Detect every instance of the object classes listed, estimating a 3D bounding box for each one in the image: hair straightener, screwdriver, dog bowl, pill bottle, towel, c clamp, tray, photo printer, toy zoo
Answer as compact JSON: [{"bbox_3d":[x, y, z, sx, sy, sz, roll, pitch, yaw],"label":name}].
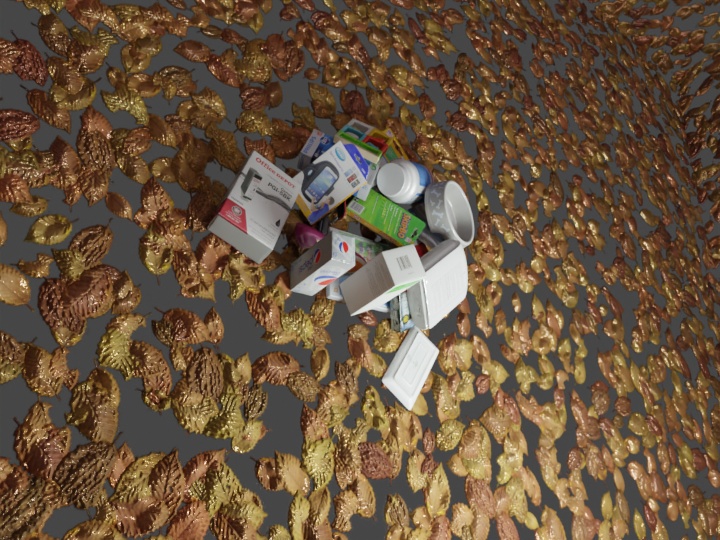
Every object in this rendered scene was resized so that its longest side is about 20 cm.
[{"bbox_3d":[-0.072,-0.228,1.507,0.075,0.041,0.206,21,55,-29],"label":"hair straightener"},{"bbox_3d":[-0.104,-0.047,1.422,0.028,0.028,0.206,11,66,2],"label":"screwdriver"},{"bbox_3d":[0.246,-0.149,1.577,0.198,0.057,0.207,28,55,-48],"label":"dog bowl"},{"bbox_3d":[0.119,-0.237,1.558,0.199,0.110,0.115,-6,71,-65],"label":"pill bottle"},{"bbox_3d":[0.191,-0.130,1.618,0.146,0.024,0.199,40,33,13],"label":"towel"},{"bbox_3d":[0.040,-0.127,1.520,0.196,0.027,0.173,30,58,6],"label":"c clamp"},{"bbox_3d":[0.134,0.237,1.466,0.107,0.022,0.202,45,50,-11],"label":"tray"},{"bbox_3d":[0.200,0.027,1.468,0.198,0.068,0.171,-35,125,-36],"label":"photo printer"},{"bbox_3d":[0.014,-0.351,1.548,0.128,0.021,0.201,27,33,3],"label":"toy zoo"}]

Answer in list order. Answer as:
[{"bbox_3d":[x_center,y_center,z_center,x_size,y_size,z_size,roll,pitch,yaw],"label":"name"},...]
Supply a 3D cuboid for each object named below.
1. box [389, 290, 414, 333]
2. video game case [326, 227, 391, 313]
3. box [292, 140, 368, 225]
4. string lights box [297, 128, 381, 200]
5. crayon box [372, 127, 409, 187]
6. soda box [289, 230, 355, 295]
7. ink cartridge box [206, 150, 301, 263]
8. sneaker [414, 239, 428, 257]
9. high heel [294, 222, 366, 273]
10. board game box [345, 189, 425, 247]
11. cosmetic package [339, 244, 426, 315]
[{"bbox_3d":[0.153,0.060,1.507,0.197,0.039,0.142,-22,115,-41],"label":"box"},{"bbox_3d":[0.000,0.000,1.474,0.195,0.022,0.188,15,61,-31],"label":"video game case"},{"bbox_3d":[-0.075,-0.220,1.420,0.121,0.198,0.041,53,8,-1],"label":"box"},{"bbox_3d":[-0.054,-0.271,1.490,0.195,0.060,0.105,25,51,-1],"label":"string lights box"},{"bbox_3d":[0.044,-0.307,1.630,0.198,0.051,0.128,-34,91,-41],"label":"crayon box"},{"bbox_3d":[-0.087,-0.012,1.295,0.062,0.199,0.071,14,61,-30],"label":"soda box"},{"bbox_3d":[-0.237,-0.146,1.322,0.145,0.082,0.204,33,54,-19],"label":"ink cartridge box"},{"bbox_3d":[0.146,-0.015,1.540,0.117,0.077,0.199,56,38,-3],"label":"sneaker"},{"bbox_3d":[-0.071,-0.056,1.406,0.195,0.068,0.098,12,41,-31],"label":"high heel"},{"bbox_3d":[0.065,-0.135,1.497,0.196,0.030,0.096,31,59,11],"label":"board game box"},{"bbox_3d":[0.048,0.023,1.353,0.105,0.199,0.087,-15,75,-36],"label":"cosmetic package"}]
